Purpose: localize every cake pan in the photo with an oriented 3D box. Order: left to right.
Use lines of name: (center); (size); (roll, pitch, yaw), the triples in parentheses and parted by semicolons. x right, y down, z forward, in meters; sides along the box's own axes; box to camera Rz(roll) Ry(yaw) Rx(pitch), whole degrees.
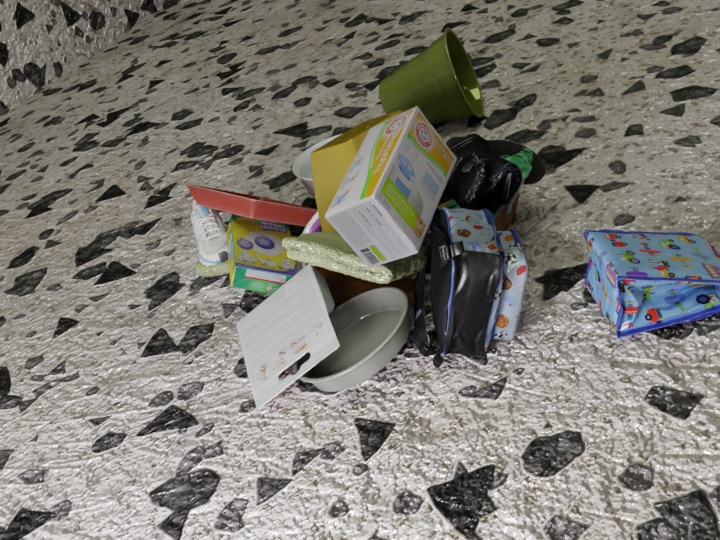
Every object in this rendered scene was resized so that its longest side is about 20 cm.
cake pan: (-0.008, 0.103, 1.295); (0.198, 0.037, 0.201); (-29, 23, 13)

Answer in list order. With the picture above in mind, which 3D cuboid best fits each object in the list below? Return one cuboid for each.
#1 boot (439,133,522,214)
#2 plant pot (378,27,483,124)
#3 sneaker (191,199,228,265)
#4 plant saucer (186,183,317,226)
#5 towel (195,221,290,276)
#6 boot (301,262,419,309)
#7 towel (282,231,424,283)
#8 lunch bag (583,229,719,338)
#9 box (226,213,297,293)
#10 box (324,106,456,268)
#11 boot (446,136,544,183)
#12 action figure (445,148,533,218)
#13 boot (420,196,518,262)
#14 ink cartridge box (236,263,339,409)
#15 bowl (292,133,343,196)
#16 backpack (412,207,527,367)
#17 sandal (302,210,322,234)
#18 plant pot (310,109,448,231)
boot: (0.141, -0.125, 1.376); (0.198, 0.077, 0.169); (-32, 27, 4)
plant pot: (0.147, -0.393, 1.940); (0.187, 0.202, 0.202); (-21, 27, 24)
sneaker: (-0.288, -0.080, 1.677); (0.074, 0.088, 0.200); (-22, 32, -13)
plant saucer: (-0.195, -0.119, 1.657); (0.197, 0.038, 0.197); (14, 6, 40)
towel: (-0.221, -0.053, 1.720); (0.145, 0.037, 0.201); (-3, 33, 25)
boot: (0.000, 0.000, 1.473); (0.195, 0.070, 0.190); (-13, 30, 9)
towel: (-0.010, -0.026, 1.391); (0.196, 0.037, 0.148); (17, 17, 26)
lunch bag: (0.424, 0.002, 1.220); (0.195, 0.096, 0.151); (-8, 28, 0)
box: (-0.178, -0.036, 1.588); (0.115, 0.049, 0.201); (10, 30, -18)
box: (0.048, -0.123, 1.290); (0.100, 0.113, 0.202); (-17, 36, 42)
boot: (0.263, -0.192, 1.590); (0.185, 0.070, 0.199); (10, 7, 27)
action figure: (0.213, -0.125, 1.430); (0.200, 0.055, 0.117); (-45, 45, -13)
boot: (0.166, -0.081, 1.510); (0.144, 0.071, 0.200); (5, 37, 39)
ink cartridge box: (-0.103, 0.105, 1.343); (0.159, 0.047, 0.201); (-38, 39, 10)
bowl: (-0.032, -0.195, 1.787); (0.196, 0.092, 0.203); (-15, 30, 9)
backpack: (0.155, 0.003, 1.260); (0.150, 0.203, 0.192); (3, 36, -11)
sandal: (-0.030, -0.104, 1.665); (0.050, 0.083, 0.202); (37, 58, 23)
plant pot: (0.025, -0.163, 1.557); (0.199, 0.179, 0.198); (-35, 16, -30)
